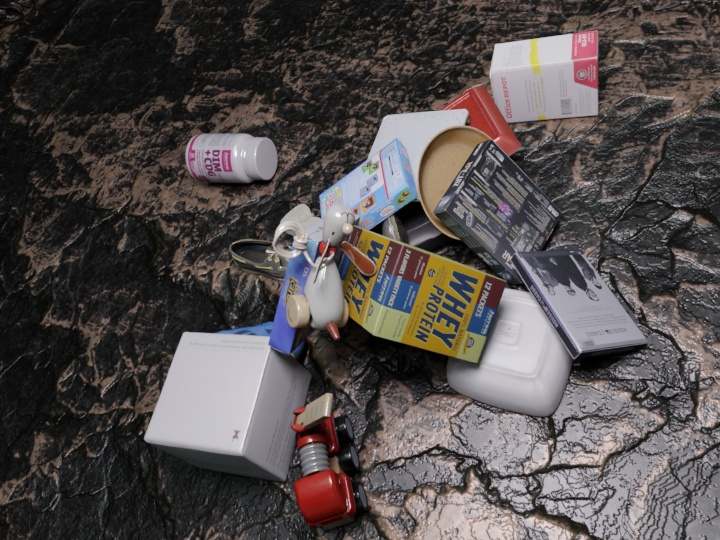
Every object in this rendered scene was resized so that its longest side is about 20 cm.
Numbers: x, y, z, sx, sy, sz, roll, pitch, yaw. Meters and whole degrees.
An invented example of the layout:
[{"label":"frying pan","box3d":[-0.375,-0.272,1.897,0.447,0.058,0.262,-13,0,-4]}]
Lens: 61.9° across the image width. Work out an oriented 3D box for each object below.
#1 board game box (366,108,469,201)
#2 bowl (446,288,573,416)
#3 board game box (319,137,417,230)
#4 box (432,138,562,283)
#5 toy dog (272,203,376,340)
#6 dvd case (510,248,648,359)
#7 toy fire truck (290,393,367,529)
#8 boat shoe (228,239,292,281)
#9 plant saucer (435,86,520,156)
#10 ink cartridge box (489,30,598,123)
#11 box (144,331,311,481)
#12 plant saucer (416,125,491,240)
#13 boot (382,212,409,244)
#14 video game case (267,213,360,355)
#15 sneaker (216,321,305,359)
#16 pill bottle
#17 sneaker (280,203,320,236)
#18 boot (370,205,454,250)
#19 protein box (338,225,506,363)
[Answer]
[{"label":"board game box","box3d":[0.100,-0.218,1.168,0.198,0.026,0.203,7,68,38]},{"label":"bowl","box3d":[0.244,0.117,0.985,0.197,0.075,0.202,12,65,29]},{"label":"board game box","box3d":[0.008,-0.140,1.130,0.198,0.037,0.153,-32,41,23]},{"label":"box","box3d":[0.244,-0.101,1.051,0.161,0.199,0.043,-56,18,-15]},{"label":"toy dog","box3d":[-0.042,0.018,0.860,0.130,0.203,0.096,-21,39,-22]},{"label":"dvd case","box3d":[0.348,0.047,0.963,0.148,0.025,0.202,-2,50,-26]},{"label":"toy fire truck","box3d":[-0.060,0.283,0.927,0.127,0.201,0.178,-20,54,9]},{"label":"boat shoe","box3d":[-0.186,-0.026,1.255,0.199,0.060,0.073,6,62,25]},{"label":"plant saucer","box3d":[0.185,-0.257,1.171,0.198,0.037,0.202,-31,49,17]},{"label":"ink cartridge box","box3d":[0.368,-0.380,1.192,0.197,0.146,0.085,0,59,22]},{"label":"box","box3d":[-0.221,0.234,1.041,0.196,0.172,0.203,1,60,23]},{"label":"plant saucer","box3d":[0.179,-0.153,1.068,0.202,0.200,0.035,-55,18,-16]},{"label":"boot","box3d":[-0.001,-0.001,1.124,0.197,0.072,0.185,-12,94,18]},{"label":"video game case","box3d":[-0.075,0.013,0.999,0.045,0.181,0.203,22,113,12]},{"label":"sneaker","box3d":[-0.196,0.135,1.165,0.197,0.066,0.079,4,50,24]},{"label":"pill bottle","box3d":[-0.303,-0.265,1.416,0.197,0.114,0.115,5,62,25]},{"label":"sneaker","box3d":[-0.106,-0.076,1.254,0.075,0.085,0.200,-41,29,-3]},{"label":"boot","box3d":[0.079,-0.098,1.183,0.198,0.066,0.167,-26,66,12]},{"label":"protein box","box3d":[0.083,0.034,0.960,0.200,0.196,0.137,28,100,65]}]
